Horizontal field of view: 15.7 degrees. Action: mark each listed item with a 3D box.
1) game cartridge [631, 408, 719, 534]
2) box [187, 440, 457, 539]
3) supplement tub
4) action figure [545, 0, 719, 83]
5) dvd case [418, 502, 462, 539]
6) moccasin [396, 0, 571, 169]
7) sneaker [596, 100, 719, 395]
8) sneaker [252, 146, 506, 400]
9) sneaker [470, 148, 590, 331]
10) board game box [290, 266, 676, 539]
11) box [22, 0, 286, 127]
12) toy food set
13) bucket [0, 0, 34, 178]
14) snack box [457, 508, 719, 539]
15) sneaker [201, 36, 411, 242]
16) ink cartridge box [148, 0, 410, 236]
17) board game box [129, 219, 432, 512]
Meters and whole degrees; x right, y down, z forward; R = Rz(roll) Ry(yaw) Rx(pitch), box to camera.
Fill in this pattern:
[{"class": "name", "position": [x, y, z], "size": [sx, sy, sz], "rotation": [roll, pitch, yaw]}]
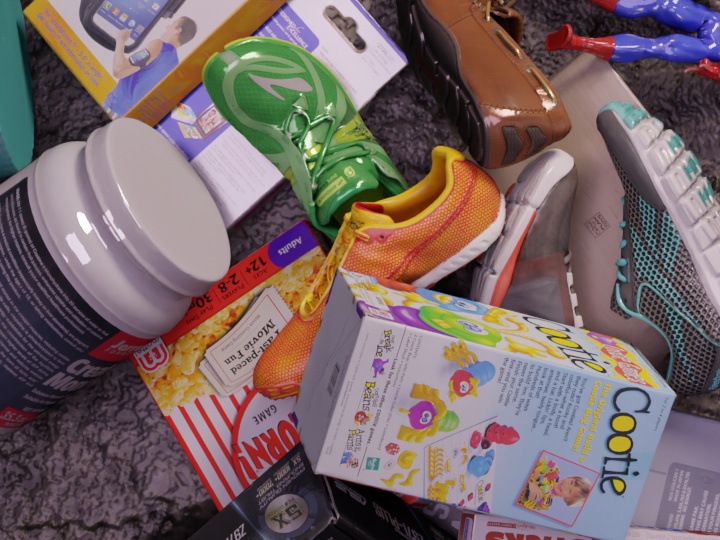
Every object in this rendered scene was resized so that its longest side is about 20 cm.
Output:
[{"class": "game cartridge", "position": [0.201, 0.191, 1.675], "size": [0.133, 0.040, 0.200], "rotation": [15, 89, -16]}, {"class": "box", "position": [-0.040, 0.226, 1.645], "size": [0.200, 0.086, 0.164], "rotation": [-41, 125, 15]}, {"class": "supplement tub", "position": [-0.199, 0.005, 1.690], "size": [0.200, 0.140, 0.141], "rotation": [-33, 83, 21]}, {"class": "action figure", "position": [0.220, -0.151, 1.677], "size": [0.200, 0.052, 0.066], "rotation": [9, 73, -20]}, {"class": "dvd case", "position": [0.103, 0.172, 1.717], "size": [0.200, 0.025, 0.151], "rotation": [16, 89, 8]}, {"class": "moccasin", "position": [0.077, -0.146, 1.679], "size": [0.078, 0.201, 0.074], "rotation": [-15, 129, -14]}, {"class": "sneaker", "position": [0.188, -0.009, 1.634], "size": [0.091, 0.078, 0.200], "rotation": [-30, 83, 21]}, {"class": "sneaker", "position": [0.000, 0.000, 1.645], "size": [0.200, 0.073, 0.077], "rotation": [-45, 115, 0]}, {"class": "sneaker", "position": [0.113, 0.021, 1.670], "size": [0.082, 0.077, 0.200], "rotation": [17, 104, -7]}, {"class": "board game box", "position": [0.072, 0.082, 1.590], "size": [0.200, 0.103, 0.105], "rotation": [15, 104, -14]}, {"class": "box", "position": [-0.117, -0.197, 1.743], "size": [0.200, 0.041, 0.119], "rotation": [-44, 64, 6]}, {"class": "toy food set", "position": [0.161, -0.031, 1.709], "size": [0.143, 0.060, 0.200], "rotation": [-40, 81, 16]}, {"class": "bucket", "position": [-0.296, -0.140, 1.706], "size": [0.134, 0.207, 0.208], "rotation": [-8, 86, 3]}, {"class": "snack box", "position": [0.153, 0.193, 1.624], "size": [0.200, 0.024, 0.072], "rotation": [7, 90, -20]}, {"class": "sneaker", "position": [-0.020, -0.074, 1.688], "size": [0.074, 0.084, 0.200], "rotation": [-43, 107, 5]}, {"class": "ink cartridge box", "position": [-0.068, -0.106, 1.750], "size": [0.200, 0.037, 0.095], "rotation": [-42, 83, 6]}, {"class": "board game box", "position": [-0.042, 0.091, 1.716], "size": [0.151, 0.046, 0.200], "rotation": [-34, 76, 9]}]
